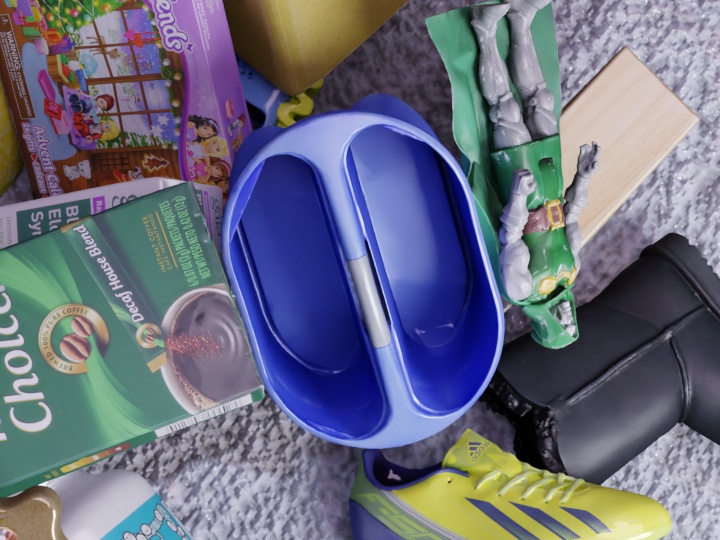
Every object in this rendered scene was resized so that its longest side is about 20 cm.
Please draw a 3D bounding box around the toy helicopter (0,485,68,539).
[{"bbox_3d":[-0.217,0.135,1.350,0.132,0.079,0.201,-27,98,7],"label":"toy helicopter"}]

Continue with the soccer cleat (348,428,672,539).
[{"bbox_3d":[0.083,0.134,1.551,0.199,0.065,0.084,-3,89,26],"label":"soccer cleat"}]

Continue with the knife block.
[{"bbox_3d":[0.094,-0.021,1.574,0.064,0.200,0.176,43,45,-2],"label":"knife block"}]

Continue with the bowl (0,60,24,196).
[{"bbox_3d":[-0.279,-0.123,1.551,0.198,0.108,0.202,2,79,-10],"label":"bowl"}]

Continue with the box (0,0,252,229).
[{"bbox_3d":[-0.140,-0.118,1.524,0.136,0.039,0.201,-2,115,23],"label":"box"}]

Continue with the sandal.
[{"bbox_3d":[-0.071,-0.104,1.606,0.087,0.080,0.201,24,74,-2],"label":"sandal"}]

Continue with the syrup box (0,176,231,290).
[{"bbox_3d":[-0.176,0.003,1.510,0.199,0.081,0.079,-9,84,24],"label":"syrup box"}]

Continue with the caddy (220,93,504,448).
[{"bbox_3d":[0.000,0.000,1.478,0.140,0.105,0.201,-17,112,0],"label":"caddy"}]

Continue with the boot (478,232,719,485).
[{"bbox_3d":[0.182,0.096,1.613,0.168,0.076,0.201,-36,81,-19],"label":"boot"}]

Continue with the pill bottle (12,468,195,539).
[{"bbox_3d":[-0.134,0.192,1.518,0.111,0.111,0.200,-40,89,-15],"label":"pill bottle"}]

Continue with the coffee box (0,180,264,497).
[{"bbox_3d":[-0.161,0.045,1.406,0.199,0.044,0.124,-19,83,-4],"label":"coffee box"}]

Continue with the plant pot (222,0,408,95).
[{"bbox_3d":[-0.049,-0.266,1.540,0.195,0.200,0.194,-42,59,-15],"label":"plant pot"}]

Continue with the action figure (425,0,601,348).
[{"bbox_3d":[0.096,-0.054,1.512,0.118,0.054,0.202,-19,103,-45],"label":"action figure"}]
